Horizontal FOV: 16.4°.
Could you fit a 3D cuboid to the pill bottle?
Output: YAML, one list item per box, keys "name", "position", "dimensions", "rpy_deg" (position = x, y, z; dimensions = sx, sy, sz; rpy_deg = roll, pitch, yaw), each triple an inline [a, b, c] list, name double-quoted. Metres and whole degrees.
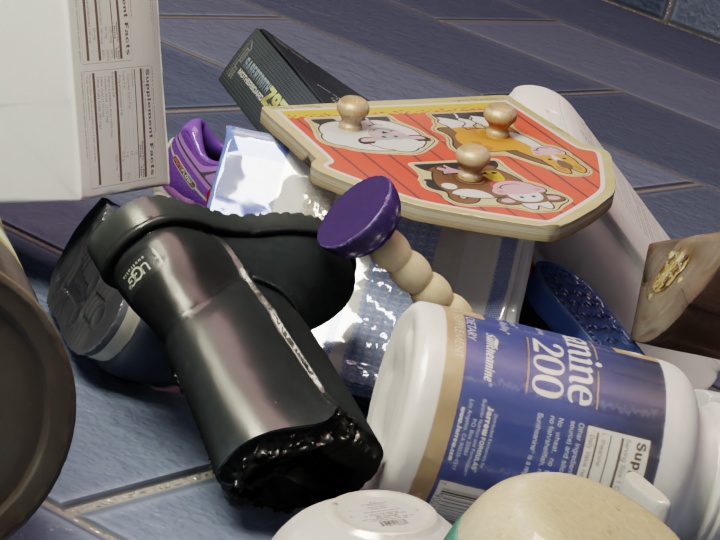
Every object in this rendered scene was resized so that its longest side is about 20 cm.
- name: "pill bottle"
  position: [0.108, 0.091, 1.301]
  dimensions: [0.200, 0.111, 0.111]
  rpy_deg: [14, 15, -10]

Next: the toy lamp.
- name: "toy lamp"
  position: [0.057, 0.033, 1.363]
  dimensions: [0.200, 0.058, 0.058]
  rpy_deg: [46, 2, -25]

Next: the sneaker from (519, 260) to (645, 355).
- name: "sneaker"
  position: [0.138, 0.088, 1.453]
  dimensions: [0.070, 0.078, 0.200]
  rpy_deg: [11, 36, -43]

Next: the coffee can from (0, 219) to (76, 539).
- name: "coffee can"
  position: [-0.215, 0.029, 1.104]
  dimensions: [0.146, 0.147, 0.200]
  rpy_deg: [11, 15, -20]

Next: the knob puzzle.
- name: "knob puzzle"
  position: [0.062, -0.068, 1.444]
  dimensions: [0.219, 0.031, 0.220]
  rpy_deg: [8, 22, -3]

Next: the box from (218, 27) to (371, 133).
- name: "box"
  position: [0.014, -0.068, 1.655]
  dimensions: [0.200, 0.051, 0.158]
  rpy_deg: [31, 13, -33]

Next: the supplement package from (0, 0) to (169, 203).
- name: "supplement package"
  position: [-0.230, -0.119, 1.500]
  dimensions: [0.200, 0.156, 0.111]
  rpy_deg: [-1, 7, 25]

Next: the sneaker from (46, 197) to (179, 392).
- name: "sneaker"
  position: [-0.127, 0.020, 1.423]
  dimensions: [0.082, 0.070, 0.200]
  rpy_deg: [30, 13, -20]

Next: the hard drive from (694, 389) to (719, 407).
- name: "hard drive"
  position: [0.267, 0.101, 1.536]
  dimensions: [0.200, 0.025, 0.132]
  rpy_deg: [11, -5, -21]

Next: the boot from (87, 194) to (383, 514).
- name: "boot"
  position: [-0.039, 0.050, 1.294]
  dimensions: [0.200, 0.076, 0.168]
  rpy_deg: [13, 40, -56]

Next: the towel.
- name: "towel"
  position: [0.000, 0.000, 1.447]
  dimensions: [0.200, 0.147, 0.024]
  rpy_deg: [13, -15, 8]

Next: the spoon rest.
- name: "spoon rest"
  position: [0.052, 0.139, 1.201]
  dimensions: [0.200, 0.061, 0.099]
  rpy_deg: [-4, 20, -21]

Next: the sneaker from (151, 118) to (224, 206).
- name: "sneaker"
  position: [-0.045, -0.044, 1.682]
  dimensions: [0.200, 0.084, 0.081]
  rpy_deg: [23, 16, 9]

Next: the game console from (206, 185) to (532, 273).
- name: "game console"
  position: [0.008, -0.011, 1.555]
  dimensions: [0.199, 0.031, 0.177]
  rpy_deg: [10, -10, 7]

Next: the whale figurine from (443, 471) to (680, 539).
- name: "whale figurine"
  position: [0.106, 0.181, 1.048]
  dimensions: [0.200, 0.104, 0.159]
  rpy_deg: [50, 26, 20]

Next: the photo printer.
- name: "photo printer"
  position: [0.150, -0.023, 1.618]
  dimensions: [0.200, 0.069, 0.166]
  rpy_deg: [51, 14, -23]

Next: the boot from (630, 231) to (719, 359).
- name: "boot"
  position: [0.275, 0.002, 1.455]
  dimensions: [0.200, 0.187, 0.064]
  rpy_deg: [22, 32, -24]
